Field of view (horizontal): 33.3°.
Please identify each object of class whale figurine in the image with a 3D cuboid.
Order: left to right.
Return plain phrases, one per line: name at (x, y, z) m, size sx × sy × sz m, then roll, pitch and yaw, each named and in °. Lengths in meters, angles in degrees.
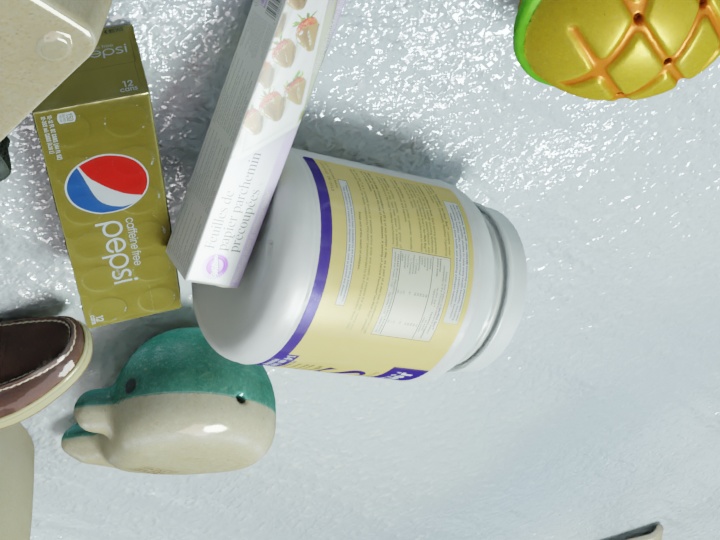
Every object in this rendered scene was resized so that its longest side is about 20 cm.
whale figurine at (-0.154, 0.106, 0.951) m, size 0.159 × 0.104 × 0.200 m, roll 17°, pitch 154°, yaw -39°

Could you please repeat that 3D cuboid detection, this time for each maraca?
maraca at (0.188, -0.168, 0.739) m, size 0.199 × 0.107 × 0.137 m, roll -15°, pitch 151°, yaw -7°

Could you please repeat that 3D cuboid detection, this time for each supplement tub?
supplement tub at (0.000, 0.000, 0.829) m, size 0.199 × 0.146 × 0.146 m, roll 10°, pitch 134°, yaw -33°

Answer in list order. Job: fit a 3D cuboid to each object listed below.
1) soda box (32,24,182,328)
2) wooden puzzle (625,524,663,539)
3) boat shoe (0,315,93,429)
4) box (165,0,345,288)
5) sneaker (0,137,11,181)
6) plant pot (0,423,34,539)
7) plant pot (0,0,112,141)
soda box at (-0.158, -0.053, 0.758) m, size 0.067 × 0.064 × 0.200 m, roll -12°, pitch 143°, yaw -11°
wooden puzzle at (0.299, 0.411, 1.559) m, size 0.199 × 0.046 × 0.186 m, roll -17°, pitch 143°, yaw -5°
boat shoe at (-0.290, 0.072, 0.849) m, size 0.199 × 0.072 × 0.072 m, roll -16°, pitch 144°, yaw 4°
box at (-0.065, -0.086, 0.728) m, size 0.039 × 0.041 × 0.201 m, roll 8°, pitch 114°, yaw -34°
sneaker at (-0.269, -0.014, 0.743) m, size 0.086 × 0.081 × 0.200 m, roll 7°, pitch 136°, yaw -33°
plant pot at (-0.333, 0.235, 0.921) m, size 0.187 × 0.200 × 0.188 m, roll -13°, pitch 143°, yaw -10°
plant pot at (-0.218, -0.145, 0.523) m, size 0.200 × 0.177 × 0.200 m, roll -37°, pitch 139°, yaw 21°
